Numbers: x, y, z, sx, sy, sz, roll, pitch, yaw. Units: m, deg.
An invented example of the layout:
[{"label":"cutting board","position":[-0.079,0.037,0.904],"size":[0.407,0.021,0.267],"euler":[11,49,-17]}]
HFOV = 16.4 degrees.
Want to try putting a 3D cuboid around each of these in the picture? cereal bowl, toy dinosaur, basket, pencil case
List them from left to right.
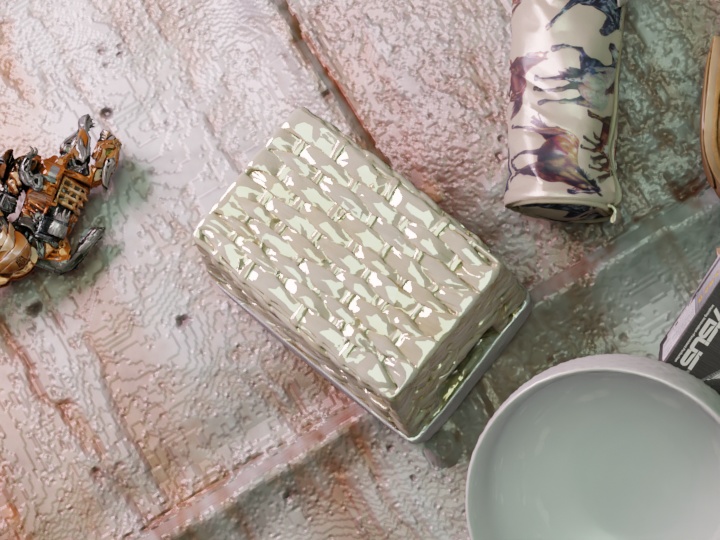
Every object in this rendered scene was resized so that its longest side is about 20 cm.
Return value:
[{"label":"toy dinosaur","position":[-0.258,-0.036,1.740],"size":[0.136,0.102,0.200],"euler":[43,62,-1]},{"label":"basket","position":[0.000,0.000,1.674],"size":[0.200,0.123,0.136],"euler":[38,84,14]},{"label":"pencil case","position":[0.145,-0.126,1.711],"size":[0.089,0.078,0.202],"euler":[-4,73,27]},{"label":"cereal bowl","position":[0.172,0.145,1.615],"size":[0.199,0.083,0.202],"euler":[4,106,15]}]

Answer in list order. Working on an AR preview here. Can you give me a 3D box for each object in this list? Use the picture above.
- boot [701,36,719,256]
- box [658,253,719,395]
[{"label":"boot","position":[0.309,-0.066,1.672],"size":[0.154,0.074,0.202],"euler":[-8,86,7]},{"label":"box","position":[0.308,0.018,1.600],"size":[0.158,0.048,0.201],"euler":[31,111,-3]}]
